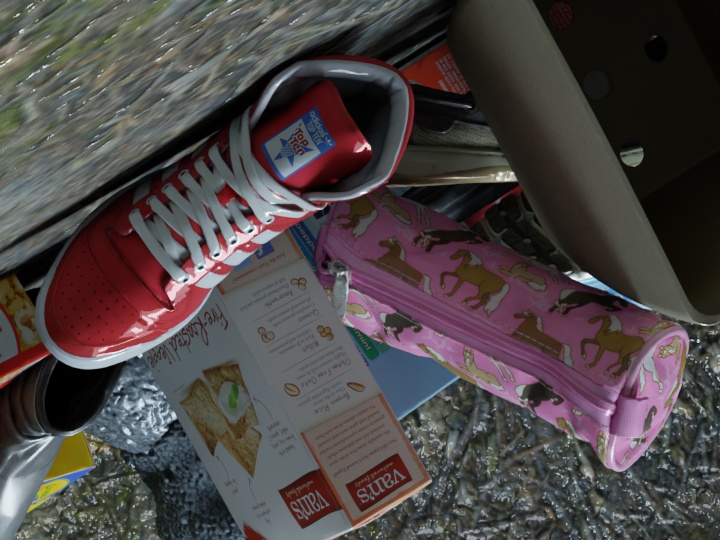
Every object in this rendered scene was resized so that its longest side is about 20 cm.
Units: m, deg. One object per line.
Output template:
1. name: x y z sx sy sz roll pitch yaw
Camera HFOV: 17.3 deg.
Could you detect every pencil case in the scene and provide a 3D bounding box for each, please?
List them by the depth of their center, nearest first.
1. pencil case: 0.068 0.026 1.195 0.087 0.200 0.083 -50 153 -29

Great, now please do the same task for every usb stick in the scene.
1. usb stick: 0.106 -0.075 1.376 0.200 0.033 0.055 -32 171 -12

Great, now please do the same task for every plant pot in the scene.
1. plant pot: 0.156 -0.103 1.186 0.200 0.200 0.177 -32 -170 -20

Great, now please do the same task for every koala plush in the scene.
1. koala plush: -0.112 0.070 1.405 0.177 0.200 0.184 -21 -135 44

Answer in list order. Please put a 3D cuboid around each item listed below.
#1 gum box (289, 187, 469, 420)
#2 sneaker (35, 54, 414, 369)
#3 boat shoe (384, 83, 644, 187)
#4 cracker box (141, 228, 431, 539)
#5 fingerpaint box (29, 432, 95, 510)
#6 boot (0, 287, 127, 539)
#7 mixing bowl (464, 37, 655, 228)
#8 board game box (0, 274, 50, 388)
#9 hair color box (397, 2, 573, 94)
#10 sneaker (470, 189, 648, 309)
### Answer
1. gum box: 0.000 0.000 1.382 0.045 0.170 0.200 -38 176 33
2. sneaker: -0.060 -0.031 1.081 0.200 0.071 0.112 -39 -175 -18
3. boat shoe: 0.080 -0.081 1.286 0.200 0.065 0.072 -5 -175 -24
4. cracker box: -0.057 0.048 1.232 0.058 0.200 0.134 -29 177 -27
5. fingerpaint box: -0.269 0.129 1.358 0.167 0.073 0.200 -16 170 -34
6. boot: -0.177 0.085 1.214 0.132 0.070 0.200 -17 -129 63
7. mixing bowl: 0.136 -0.063 1.478 0.200 0.200 0.108 -32 -179 1
8. board game box: -0.261 0.082 1.131 0.151 0.046 0.200 -33 178 40
9. hair color box: 0.106 -0.132 1.374 0.200 0.061 0.102 -31 179 5
10. sneaker: 0.149 -0.001 1.381 0.200 0.078 0.090 -11 133 -21
